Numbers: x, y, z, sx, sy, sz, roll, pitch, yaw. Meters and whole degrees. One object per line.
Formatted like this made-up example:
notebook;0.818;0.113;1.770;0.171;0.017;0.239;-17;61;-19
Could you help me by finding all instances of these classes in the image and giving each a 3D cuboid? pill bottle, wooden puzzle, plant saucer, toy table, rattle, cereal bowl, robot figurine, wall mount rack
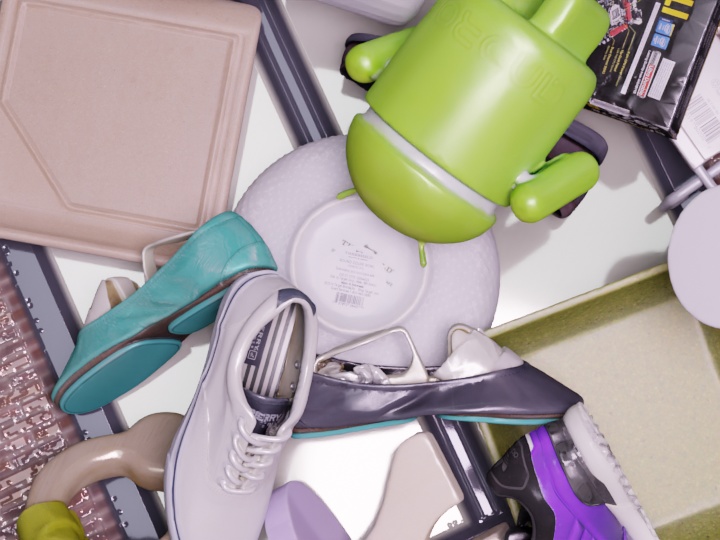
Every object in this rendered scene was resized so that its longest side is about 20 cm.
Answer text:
pill bottle;0.291;-0.005;1.106;0.114;0.199;0.115;-3;86;45
wooden puzzle;-0.176;-0.107;1.210;0.184;0.037;0.201;10;79;1
plant saucer;0.186;0.108;1.169;0.199;0.048;0.201;-20;91;-2
toy table;0.035;0.209;1.109;0.117;0.184;0.201;-29;96;12
rattle;-0.137;0.171;1.173;0.130;0.144;0.200;10;39;31
cereal bowl;0.000;0.000;1.171;0.199;0.083;0.201;0;83;-1
robot figurine;0.070;-0.104;1.085;0.175;0.116;0.200;41;101;22
wall mount rack;0.251;-0.140;1.196;0.173;0.075;0.201;-34;85;0

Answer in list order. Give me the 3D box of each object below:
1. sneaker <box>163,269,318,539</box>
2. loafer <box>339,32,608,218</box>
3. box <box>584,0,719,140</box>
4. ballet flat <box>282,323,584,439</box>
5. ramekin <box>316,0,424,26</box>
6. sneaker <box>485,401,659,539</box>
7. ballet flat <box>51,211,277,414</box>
sneaker;-0.075;0.100;1.066;0.073;0.071;0.201;8;94;-23
loafer;0.072;-0.101;1.188;0.199;0.072;0.063;24;79;0
box;0.170;-0.208;1.144;0.159;0.049;0.201;20;92;17
ballet flat;0.044;0.069;1.106;0.199;0.073;0.074;-3;83;4
ramekin;0.021;-0.263;1.149;0.097;0.200;0.202;21;84;-6
sneaker;0.143;0.186;1.100;0.099;0.070;0.201;-28;107;5
ballet flat;-0.139;0.023;1.157;0.200;0.067;0.071;-34;66;26
